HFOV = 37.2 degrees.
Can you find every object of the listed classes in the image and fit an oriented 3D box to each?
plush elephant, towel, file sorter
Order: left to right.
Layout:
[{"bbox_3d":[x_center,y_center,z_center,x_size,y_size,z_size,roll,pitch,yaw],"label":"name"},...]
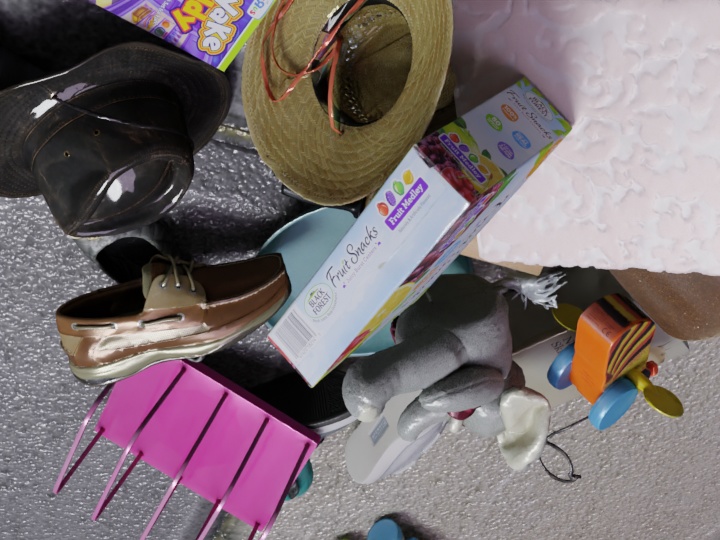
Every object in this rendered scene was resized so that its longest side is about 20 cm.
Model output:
[{"bbox_3d":[-0.166,0.186,0.998,0.198,0.126,0.140,31,123,-2],"label":"file sorter"},{"bbox_3d":[0.078,0.082,0.888,0.197,0.166,0.157,-16,126,-5],"label":"plush elephant"},{"bbox_3d":[0.155,-0.092,0.693,0.197,0.032,0.194,5,117,33],"label":"towel"}]

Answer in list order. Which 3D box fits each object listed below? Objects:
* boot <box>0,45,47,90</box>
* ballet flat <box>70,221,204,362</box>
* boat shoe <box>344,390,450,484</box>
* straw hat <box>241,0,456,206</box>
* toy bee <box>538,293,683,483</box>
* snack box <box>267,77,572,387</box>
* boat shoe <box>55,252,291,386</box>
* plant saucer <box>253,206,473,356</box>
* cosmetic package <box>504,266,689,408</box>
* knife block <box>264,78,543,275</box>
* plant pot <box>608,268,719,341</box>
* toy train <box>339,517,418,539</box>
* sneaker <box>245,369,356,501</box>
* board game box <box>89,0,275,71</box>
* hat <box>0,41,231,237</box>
[{"bbox_3d":[-0.284,-0.168,0.708,0.163,0.066,0.200,-24,132,32],"label":"boot"},{"bbox_3d":[-0.180,0.005,0.914,0.066,0.057,0.200,-23,135,18],"label":"ballet flat"},{"bbox_3d":[0.056,0.155,1.100,0.068,0.072,0.201,-1,136,-37],"label":"boat shoe"},{"bbox_3d":[0.014,-0.135,0.708,0.084,0.203,0.201,7,141,-44],"label":"straw hat"},{"bbox_3d":[0.208,0.079,0.901,0.108,0.132,0.200,-30,167,-26],"label":"toy bee"},{"bbox_3d":[0.036,-0.023,0.701,0.053,0.142,0.200,45,132,6],"label":"snack box"},{"bbox_3d":[-0.155,0.028,0.872,0.197,0.076,0.075,-22,122,-1],"label":"boat shoe"},{"bbox_3d":[0.000,0.000,0.942,0.196,0.036,0.202,-3,137,-3],"label":"plant saucer"},{"bbox_3d":[0.191,0.062,1.001,0.198,0.074,0.103,-26,133,24],"label":"cosmetic package"},{"bbox_3d":[0.031,-0.059,0.823,0.173,0.064,0.202,-25,119,8],"label":"knife block"},{"bbox_3d":[0.213,-0.082,0.782,0.199,0.188,0.187,35,127,-15],"label":"plant pot"},{"bbox_3d":[-0.007,0.380,1.333,0.198,0.085,0.116,-24,124,20],"label":"toy train"},{"bbox_3d":[-0.065,0.175,1.090,0.197,0.084,0.121,-15,133,22],"label":"sneaker"},{"bbox_3d":[-0.091,-0.235,0.667,0.133,0.045,0.200,23,131,-27],"label":"board game box"},{"bbox_3d":[-0.177,-0.073,0.768,0.198,0.082,0.201,-19,162,-6],"label":"hat"}]
